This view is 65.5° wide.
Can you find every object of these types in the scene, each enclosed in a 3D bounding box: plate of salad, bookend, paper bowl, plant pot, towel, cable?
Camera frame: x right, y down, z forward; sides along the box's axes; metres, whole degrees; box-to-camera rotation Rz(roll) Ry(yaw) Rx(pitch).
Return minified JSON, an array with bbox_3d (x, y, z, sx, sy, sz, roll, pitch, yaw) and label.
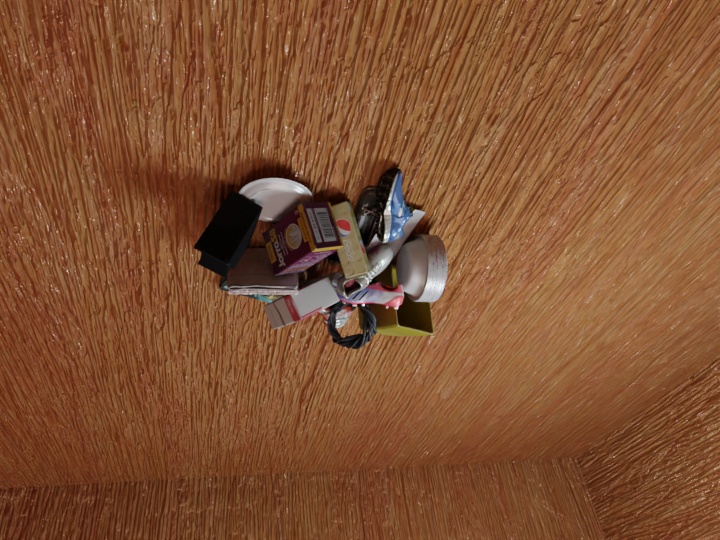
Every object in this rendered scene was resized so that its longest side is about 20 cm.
[{"bbox_3d":[-0.221,-0.189,1.468,0.199,0.048,0.200,-2,152,-1],"label":"plate of salad"},{"bbox_3d":[-0.352,-0.062,1.445,0.092,0.199,0.200,27,145,-6],"label":"bookend"},{"bbox_3d":[0.172,-0.008,1.656,0.104,0.201,0.201,3,141,-15],"label":"paper bowl"},{"bbox_3d":[0.099,0.116,1.805,0.176,0.201,0.200,-21,155,36],"label":"plant pot"},{"bbox_3d":[-0.276,-0.003,1.582,0.199,0.191,0.032,0,128,-12],"label":"towel"},{"bbox_3d":[-0.028,0.166,1.753,0.051,0.163,0.200,-27,160,-54],"label":"cable"}]

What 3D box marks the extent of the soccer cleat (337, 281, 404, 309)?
[{"bbox_3d":[0.030,0.065,1.649,0.199,0.067,0.077,5,105,11],"label":"soccer cleat"}]

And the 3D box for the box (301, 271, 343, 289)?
[{"bbox_3d":[-0.119,0.045,1.728,0.039,0.042,0.200,37,150,-24],"label":"box"}]

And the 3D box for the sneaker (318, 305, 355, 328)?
[{"bbox_3d":[-0.110,0.144,1.860,0.201,0.067,0.108,3,126,-44],"label":"sneaker"}]

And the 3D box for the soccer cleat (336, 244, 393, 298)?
[{"bbox_3d":[0.020,0.009,1.596,0.200,0.086,0.070,-39,114,2],"label":"soccer cleat"}]

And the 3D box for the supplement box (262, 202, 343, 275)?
[{"bbox_3d":[-0.156,-0.084,1.493,0.103,0.131,0.200,-10,166,-44],"label":"supplement box"}]

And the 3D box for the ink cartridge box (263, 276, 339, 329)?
[{"bbox_3d":[-0.178,0.099,1.657,0.145,0.085,0.200,-25,180,-35],"label":"ink cartridge box"}]

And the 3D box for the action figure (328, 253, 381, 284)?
[{"bbox_3d":[0.000,0.000,1.695,0.200,0.102,0.119,42,147,-27],"label":"action figure"}]

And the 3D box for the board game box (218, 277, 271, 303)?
[{"bbox_3d":[-0.324,0.040,1.758,0.199,0.028,0.135,20,135,-33],"label":"board game box"}]

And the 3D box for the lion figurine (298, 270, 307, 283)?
[{"bbox_3d":[-0.253,-0.001,1.676,0.199,0.123,0.073,25,122,-16],"label":"lion figurine"}]

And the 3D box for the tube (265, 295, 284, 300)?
[{"bbox_3d":[-0.213,0.093,1.809,0.052,0.058,0.200,13,170,38],"label":"tube"}]

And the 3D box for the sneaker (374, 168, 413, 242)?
[{"bbox_3d":[0.093,-0.175,1.497,0.089,0.079,0.201,-7,116,-24],"label":"sneaker"}]

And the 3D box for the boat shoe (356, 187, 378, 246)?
[{"bbox_3d":[0.021,-0.143,1.568,0.067,0.057,0.200,1,142,-12],"label":"boat shoe"}]

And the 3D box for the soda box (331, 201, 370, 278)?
[{"bbox_3d":[-0.034,-0.084,1.526,0.067,0.201,0.064,-16,-176,10],"label":"soda box"}]

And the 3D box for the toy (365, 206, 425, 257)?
[{"bbox_3d":[0.087,-0.115,1.623,0.115,0.047,0.200,8,133,-35],"label":"toy"}]
